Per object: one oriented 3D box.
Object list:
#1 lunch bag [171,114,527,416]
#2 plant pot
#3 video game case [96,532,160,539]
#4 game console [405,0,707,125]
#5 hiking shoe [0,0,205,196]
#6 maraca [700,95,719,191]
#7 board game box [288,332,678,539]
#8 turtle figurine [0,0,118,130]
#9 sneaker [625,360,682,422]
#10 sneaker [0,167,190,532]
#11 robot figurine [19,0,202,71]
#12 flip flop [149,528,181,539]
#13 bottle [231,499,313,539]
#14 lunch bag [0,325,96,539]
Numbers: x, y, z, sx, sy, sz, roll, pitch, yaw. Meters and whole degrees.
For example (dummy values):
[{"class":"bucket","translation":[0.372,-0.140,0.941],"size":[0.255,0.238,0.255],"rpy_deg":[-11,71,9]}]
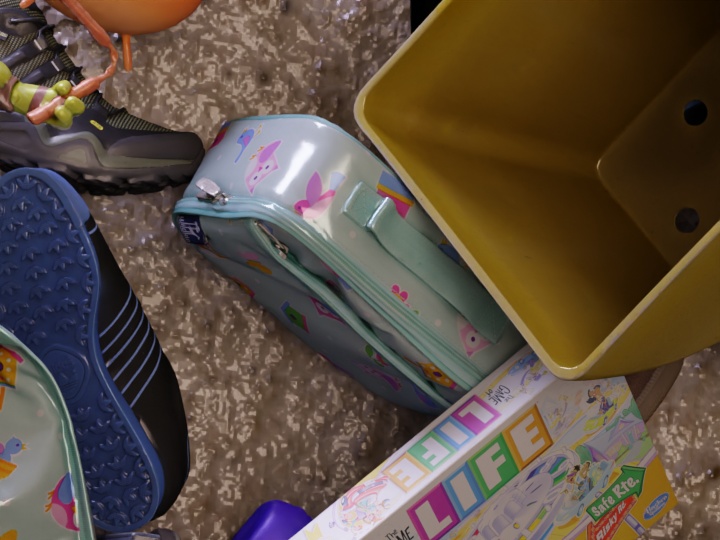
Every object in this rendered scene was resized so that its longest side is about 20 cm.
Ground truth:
[{"class":"lunch bag","translation":[0.000,0.000,1.390],"size":[0.200,0.160,0.077],"rpy_deg":[40,78,-23]},{"class":"plant pot","translation":[0.156,-0.070,1.335],"size":[0.200,0.176,0.200],"rpy_deg":[-47,60,17]},{"class":"video game case","translation":[-0.133,0.236,1.351],"size":[0.019,0.143,0.200],"rpy_deg":[7,82,-13]},{"class":"game console","translation":[0.134,-0.128,1.408],"size":[0.200,0.116,0.176],"rpy_deg":[-25,109,-5]},{"class":"hiking shoe","translation":[-0.175,-0.101,1.415],"size":[0.200,0.076,0.101],"rpy_deg":[13,84,-12]},{"class":"maraca","translation":[0.248,-0.026,1.482],"size":[0.137,0.107,0.200],"rpy_deg":[-44,123,-34]},{"class":"board game box","translation":[0.063,0.132,1.359],"size":[0.200,0.034,0.135],"rpy_deg":[-39,131,-13]},{"class":"turtle figurine","translation":[-0.238,-0.093,1.345],"size":[0.200,0.064,0.162],"rpy_deg":[23,85,-8]},{"class":"sneaker","translation":[0.095,0.094,1.458],"size":[0.076,0.070,0.200],"rpy_deg":[44,73,1]},{"class":"sneaker","translation":[-0.144,0.038,1.400],"size":[0.070,0.078,0.200],"rpy_deg":[-15,96,16]},{"class":"robot figurine","translation":[-0.119,-0.215,1.422],"size":[0.116,0.144,0.200],"rpy_deg":[19,79,6]},{"class":"flip flop","translation":[-0.084,0.227,1.381],"size":[0.057,0.081,0.200],"rpy_deg":[-11,105,-6]},{"class":"bottle","translation":[0.006,0.213,1.428],"size":[0.200,0.065,0.084],"rpy_deg":[39,88,-7]},{"class":"lunch bag","translation":[-0.203,0.113,1.332],"size":[0.122,0.170,0.200],"rpy_deg":[-13,92,-16]}]
